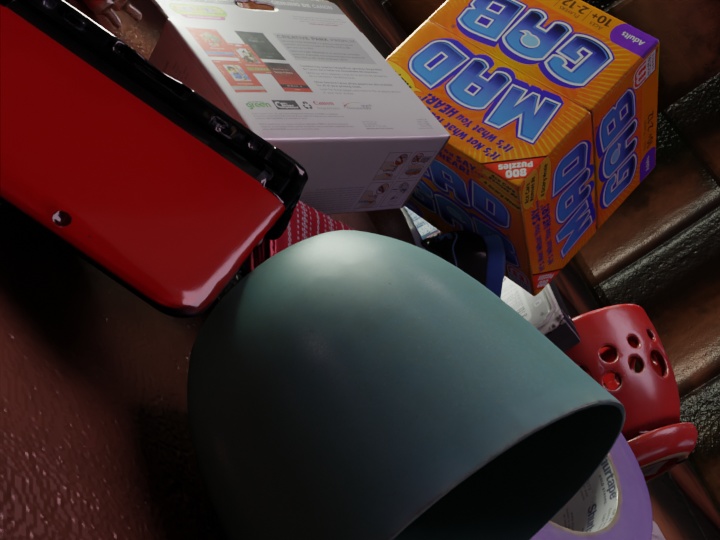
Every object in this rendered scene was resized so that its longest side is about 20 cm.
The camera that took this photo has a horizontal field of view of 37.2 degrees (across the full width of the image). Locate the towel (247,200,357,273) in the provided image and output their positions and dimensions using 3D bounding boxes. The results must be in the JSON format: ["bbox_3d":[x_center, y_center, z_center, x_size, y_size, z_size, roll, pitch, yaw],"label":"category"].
[{"bbox_3d":[-0.026,0.032,0.760,0.200,0.022,0.145,26,61,-64],"label":"towel"}]

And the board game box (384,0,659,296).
[{"bbox_3d":[0.154,-0.142,1.064,0.200,0.200,0.200,37,-15,29],"label":"board game box"}]

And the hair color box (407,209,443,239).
[{"bbox_3d":[0.098,-0.024,1.245,0.200,0.060,0.100,-112,176,-69],"label":"hair color box"}]

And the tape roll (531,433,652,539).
[{"bbox_3d":[0.114,0.155,0.794,0.200,0.085,0.200,26,38,-22],"label":"tape roll"}]

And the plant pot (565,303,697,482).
[{"bbox_3d":[0.282,0.162,1.253,0.200,0.200,0.183,30,32,-60],"label":"plant pot"}]

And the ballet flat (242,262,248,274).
[{"bbox_3d":[-0.070,-0.053,0.856,0.066,0.057,0.200,46,17,-38],"label":"ballet flat"}]

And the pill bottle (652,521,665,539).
[{"bbox_3d":[0.284,0.337,1.028,0.112,0.112,0.200,47,16,-31],"label":"pill bottle"}]

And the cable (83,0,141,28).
[{"bbox_3d":[-0.249,-0.270,0.838,0.200,0.050,0.097,40,34,-12],"label":"cable"}]

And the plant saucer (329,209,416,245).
[{"bbox_3d":[0.000,0.000,0.913,0.200,0.034,0.201,40,42,-49],"label":"plant saucer"}]

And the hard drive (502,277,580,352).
[{"bbox_3d":[0.161,0.054,1.213,0.038,0.140,0.200,48,16,-24],"label":"hard drive"}]

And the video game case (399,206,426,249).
[{"bbox_3d":[0.055,-0.019,1.136,0.200,0.023,0.182,63,1,-40],"label":"video game case"}]

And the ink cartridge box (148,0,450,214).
[{"bbox_3d":[-0.062,-0.130,0.821,0.200,0.084,0.176,-7,52,-44],"label":"ink cartridge box"}]

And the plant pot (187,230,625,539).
[{"bbox_3d":[0.005,0.078,0.548,0.161,0.201,0.201,49,10,27],"label":"plant pot"}]

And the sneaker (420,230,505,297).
[{"bbox_3d":[0.090,0.061,1.026,0.070,0.078,0.200,-148,-121,-78],"label":"sneaker"}]

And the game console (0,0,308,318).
[{"bbox_3d":[-0.143,-0.057,0.584,0.200,0.119,0.172,35,-16,-1],"label":"game console"}]
